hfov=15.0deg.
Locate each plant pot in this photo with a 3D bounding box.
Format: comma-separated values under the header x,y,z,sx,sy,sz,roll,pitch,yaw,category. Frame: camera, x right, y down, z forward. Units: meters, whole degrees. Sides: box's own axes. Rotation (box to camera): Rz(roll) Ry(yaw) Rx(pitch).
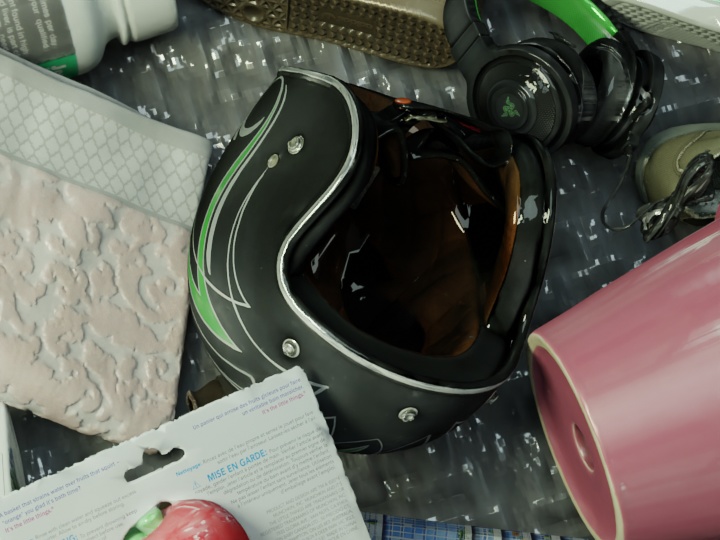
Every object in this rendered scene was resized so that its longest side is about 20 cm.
x,y,z,sx,sy,sz,roll,pitch,yaw,category
0.194,0.063,1.447,0.179,0.200,0.200,-20,75,-9,plant pot

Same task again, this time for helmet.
x,y,z,sx,sy,sz,roll,pitch,yaw,category
0.000,0.000,1.459,0.200,0.200,0.191,16,93,2,helmet

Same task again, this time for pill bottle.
x,y,z,sx,sy,sz,roll,pitch,yaw,category
-0.212,-0.153,1.539,0.200,0.113,0.113,-18,74,-8,pill bottle

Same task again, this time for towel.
x,y,z,sx,sy,sz,roll,pitch,yaw,category
-0.171,-0.016,1.480,0.200,0.032,0.191,23,65,-36,towel

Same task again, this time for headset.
x,y,z,sx,sy,sz,roll,pitch,yaw,category
0.127,-0.104,1.522,0.123,0.094,0.200,-2,55,-40,headset

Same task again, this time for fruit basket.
x,y,z,sx,sy,sz,roll,pitch,yaw,category
-0.070,0.172,1.333,0.185,0.094,0.200,-24,89,-30,fruit basket

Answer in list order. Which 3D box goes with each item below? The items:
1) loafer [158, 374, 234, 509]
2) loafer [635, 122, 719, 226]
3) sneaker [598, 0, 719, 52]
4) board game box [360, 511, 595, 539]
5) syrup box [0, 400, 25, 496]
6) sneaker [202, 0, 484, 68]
x,y,z,sx,sy,sz,roll,pitch,yaw,category
-0.088,0.142,1.455,0.071,0.073,0.200,-4,51,4,loafer
0.259,-0.054,1.547,0.200,0.070,0.075,-11,108,0,loafer
0.252,-0.177,1.590,0.200,0.074,0.118,20,79,6,sneaker
0.036,0.226,1.433,0.200,0.062,0.200,7,72,-2,board game box
-0.211,0.144,1.400,0.081,0.200,0.079,-10,117,-6,syrup box
-0.024,-0.181,1.592,0.200,0.070,0.076,22,55,-2,sneaker
